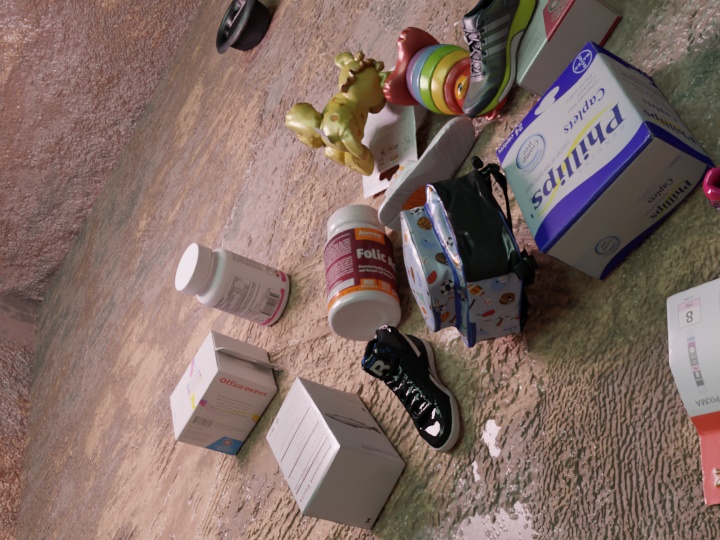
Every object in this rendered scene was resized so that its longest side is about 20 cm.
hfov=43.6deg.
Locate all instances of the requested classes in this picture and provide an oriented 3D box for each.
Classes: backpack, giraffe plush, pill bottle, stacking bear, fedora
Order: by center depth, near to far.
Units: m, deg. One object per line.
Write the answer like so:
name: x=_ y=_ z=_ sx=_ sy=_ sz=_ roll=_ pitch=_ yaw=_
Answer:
backpack: x=0.134 y=0.000 z=1.109 sx=0.153 sy=0.191 sz=0.201 roll=-16 pitch=46 yaw=6
stacking bear: x=0.145 y=-0.287 z=1.377 sx=0.200 sy=0.113 sz=0.123 roll=34 pitch=111 yaw=50
pill bottle: x=0.000 y=0.000 z=1.423 sx=0.114 sy=0.113 sz=0.201 roll=-44 pitch=37 yaw=37
giraffe plush: x=-0.018 y=-0.275 z=1.503 sx=0.163 sy=0.172 sz=0.200 roll=-61 pitch=0 yaw=-5
pill bottle: x=-0.247 y=0.025 z=1.739 sx=0.113 sy=0.199 sz=0.114 roll=-38 pitch=40 yaw=42
fedora: x=-0.306 y=-0.656 z=2.411 sx=0.200 sy=0.091 sz=0.202 roll=-39 pitch=40 yaw=43

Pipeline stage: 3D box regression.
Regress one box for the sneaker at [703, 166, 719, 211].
sneaker: x=0.411 y=-0.092 z=0.820 sx=0.200 sy=0.074 sz=0.081 roll=-31 pitch=46 yaw=48

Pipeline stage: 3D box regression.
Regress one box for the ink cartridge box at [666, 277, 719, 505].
ink cartridge box: x=0.359 y=0.096 z=0.813 sx=0.162 sy=0.057 sz=0.202 roll=-29 pitch=43 yaw=49

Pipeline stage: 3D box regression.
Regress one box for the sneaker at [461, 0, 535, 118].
sneaker: x=0.166 y=-0.302 z=1.201 sx=0.074 sy=0.080 sz=0.202 roll=4 pitch=77 yaw=60

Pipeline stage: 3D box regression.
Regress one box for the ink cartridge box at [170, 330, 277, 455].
ink cartridge box: x=-0.253 y=0.222 z=1.693 sx=0.201 sy=0.128 sz=0.126 roll=-56 pitch=31 yaw=20

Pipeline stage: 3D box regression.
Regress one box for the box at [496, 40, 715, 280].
box: x=0.274 y=-0.129 z=1.049 sx=0.184 sy=0.104 sz=0.201 roll=-51 pitch=34 yaw=30

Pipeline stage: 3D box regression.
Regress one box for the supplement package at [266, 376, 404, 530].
supplement package: x=-0.041 y=0.262 z=1.313 sx=0.118 sy=0.116 sz=0.200 roll=-62 pitch=30 yaw=11

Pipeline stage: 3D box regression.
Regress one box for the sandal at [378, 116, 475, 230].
sandal: x=0.102 y=-0.152 z=1.399 sx=0.207 sy=0.079 sz=0.059 roll=-52 pitch=30 yaw=11

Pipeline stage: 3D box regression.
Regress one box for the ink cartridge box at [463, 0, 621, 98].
ink cartridge box: x=0.246 y=-0.339 z=1.259 sx=0.145 sy=0.084 sz=0.200 roll=-57 pitch=31 yaw=19

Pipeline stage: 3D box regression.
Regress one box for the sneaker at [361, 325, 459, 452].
sneaker: x=0.056 y=0.157 z=1.221 sx=0.073 sy=0.111 sz=0.201 roll=-55 pitch=31 yaw=24

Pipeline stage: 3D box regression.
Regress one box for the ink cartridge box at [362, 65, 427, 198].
ink cartridge box: x=0.059 y=-0.242 z=1.563 sx=0.162 sy=0.057 sz=0.202 roll=-22 pitch=74 yaw=53
